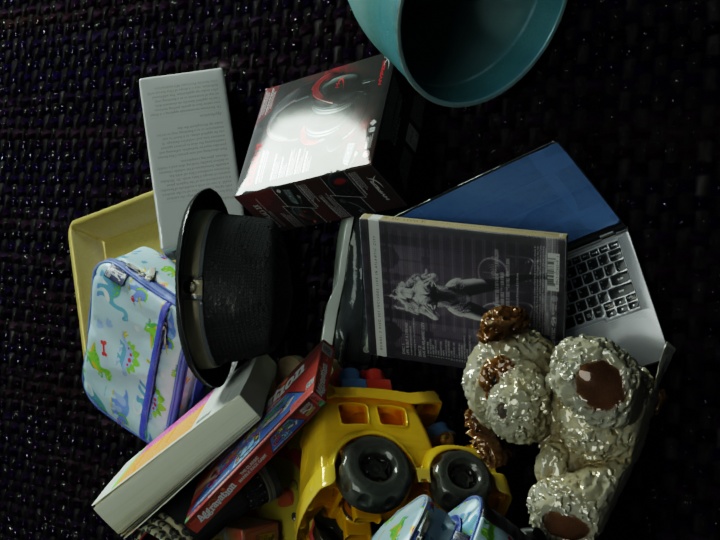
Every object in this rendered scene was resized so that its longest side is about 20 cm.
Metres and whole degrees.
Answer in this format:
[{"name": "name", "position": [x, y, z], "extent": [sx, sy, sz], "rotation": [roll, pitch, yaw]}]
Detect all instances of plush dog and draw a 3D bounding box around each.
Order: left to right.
[{"name": "plush dog", "position": [0.169, 0.111, 0.948], "extent": [0.170, 0.160, 0.203], "rotation": [22, 123, 28]}]

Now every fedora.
[{"name": "fedora", "position": [-0.120, 0.017, 1.088], "extent": [0.090, 0.200, 0.204], "rotation": [-2, 87, 10]}]

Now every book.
[{"name": "book", "position": [-0.177, 0.172, 1.112], "extent": [0.199, 0.134, 0.048], "rotation": [-40, 100, 14]}]

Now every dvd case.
[{"name": "dvd case", "position": [0.096, 0.026, 1.010], "extent": [0.197, 0.016, 0.151], "rotation": [6, 118, 20]}]

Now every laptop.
[{"name": "laptop", "position": [0.156, 0.016, 0.994], "extent": [0.186, 0.115, 0.203], "rotation": [-24, 75, 32]}]

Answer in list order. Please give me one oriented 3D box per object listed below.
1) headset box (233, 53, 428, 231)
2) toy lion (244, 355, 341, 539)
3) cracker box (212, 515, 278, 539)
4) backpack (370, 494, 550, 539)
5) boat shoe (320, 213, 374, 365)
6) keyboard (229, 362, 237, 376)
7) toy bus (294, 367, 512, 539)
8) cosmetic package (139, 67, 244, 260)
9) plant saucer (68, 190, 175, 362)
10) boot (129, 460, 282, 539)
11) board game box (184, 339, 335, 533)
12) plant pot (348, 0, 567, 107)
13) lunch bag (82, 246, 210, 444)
[{"name": "headset box", "position": [-0.037, -0.130, 1.122], "extent": [0.198, 0.075, 0.150], "rotation": [-9, 54, 34]}, {"name": "toy lion", "position": [-0.073, 0.217, 1.184], "extent": [0.191, 0.068, 0.202], "rotation": [-37, 68, 36]}, {"name": "cracker box", "position": [-0.172, 0.347, 1.221], "extent": [0.198, 0.057, 0.136], "rotation": [-4, 87, 46]}, {"name": "backpack", "position": [0.052, 0.302, 0.895], "extent": [0.146, 0.201, 0.183], "rotation": [30, 145, -6]}, {"name": "boat shoe", "position": [0.000, 0.000, 1.137], "extent": [0.059, 0.076, 0.203], "rotation": [11, 84, -4]}, {"name": "keyboard", "position": [-0.209, 0.057, 1.251], "extent": [0.199, 0.011, 0.057], "rotation": [30, 105, 31]}, {"name": "toy bus", "position": [0.033, 0.177, 1.059], "extent": [0.137, 0.197, 0.194], "rotation": [110, 160, -46]}, {"name": "cosmetic package", "position": [-0.192, -0.122, 1.240], "extent": [0.100, 0.071, 0.203], "rotation": [-8, 81, -6]}, {"name": "plant saucer", "position": [-0.271, 0.016, 1.329], "extent": [0.198, 0.048, 0.203], "rotation": [-15, 81, 33]}, {"name": "boot", "position": [-0.198, 0.250, 1.168], "extent": [0.202, 0.153, 0.074], "rotation": [0, 116, 49]}, {"name": "board game box", "position": [-0.098, 0.161, 1.048], "extent": [0.019, 0.103, 0.200], "rotation": [39, 111, -12]}, {"name": "plant pot", "position": [0.067, -0.289, 1.031], "extent": [0.188, 0.198, 0.202], "rotation": [44, 112, 43]}, {"name": "lunch bag", "position": [-0.236, 0.088, 1.214], "extent": [0.160, 0.082, 0.202], "rotation": [30, 120, 25]}]
